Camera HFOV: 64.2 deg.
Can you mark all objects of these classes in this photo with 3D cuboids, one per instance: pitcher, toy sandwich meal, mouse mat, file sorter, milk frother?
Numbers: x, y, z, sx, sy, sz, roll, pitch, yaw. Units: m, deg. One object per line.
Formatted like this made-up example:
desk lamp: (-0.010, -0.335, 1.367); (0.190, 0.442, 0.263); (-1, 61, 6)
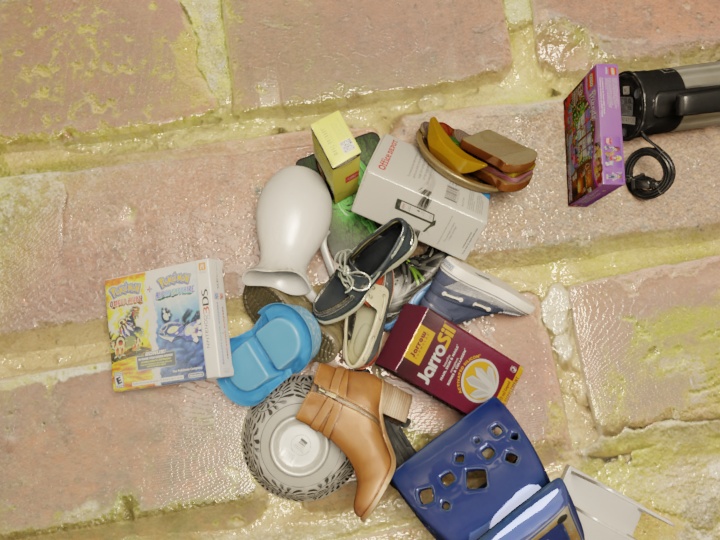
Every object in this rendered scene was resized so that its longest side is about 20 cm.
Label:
pitcher: (-0.093, -0.052, 0.926); (0.171, 0.121, 0.201); (30, 56, -36)
toy sandwich meal: (0.187, -0.198, 0.936); (0.204, 0.070, 0.206); (17, 37, -13)
mouse mat: (-0.007, -0.129, 0.999); (0.160, 0.008, 0.201); (-22, 83, -6)
file sorter: (0.359, 0.432, 0.876); (0.138, 0.125, 0.201); (28, 82, 2)
milk frother: (0.551, -0.244, 0.993); (0.187, 0.181, 0.201); (-8, 125, -4)

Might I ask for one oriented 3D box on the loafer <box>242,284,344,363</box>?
loafer: (-0.108, 0.078, 0.934); (0.200, 0.067, 0.076); (37, 110, 17)

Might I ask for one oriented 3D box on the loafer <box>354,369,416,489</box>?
loafer: (0.045, 0.248, 0.919); (0.070, 0.068, 0.202); (-22, 86, -17)

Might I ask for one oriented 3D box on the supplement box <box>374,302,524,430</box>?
supplement box: (0.139, 0.148, 0.897); (0.199, 0.086, 0.111); (32, 80, -17)

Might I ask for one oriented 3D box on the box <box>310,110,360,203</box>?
box: (-0.037, -0.170, 0.899); (0.050, 0.200, 0.076); (-27, 82, -6)

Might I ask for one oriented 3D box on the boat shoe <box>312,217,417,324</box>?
boat shoe: (0.000, 0.000, 0.855); (0.200, 0.062, 0.075); (-38, 61, 5)

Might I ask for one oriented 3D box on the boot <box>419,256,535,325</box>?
boot: (0.191, 0.052, 0.940); (0.199, 0.073, 0.091); (24, 107, -25)

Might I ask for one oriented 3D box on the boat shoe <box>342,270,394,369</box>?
boat shoe: (0.008, 0.055, 0.903); (0.071, 0.063, 0.201); (6, 85, 22)

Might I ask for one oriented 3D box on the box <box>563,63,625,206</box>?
box: (0.389, -0.221, 0.965); (0.039, 0.137, 0.201); (1, 81, -3)

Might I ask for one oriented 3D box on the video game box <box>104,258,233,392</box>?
video game box: (-0.303, 0.088, 0.902); (0.199, 0.047, 0.183); (-11, 80, 17)

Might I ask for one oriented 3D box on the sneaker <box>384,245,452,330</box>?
sneaker: (0.083, 0.005, 0.951); (0.083, 0.071, 0.200); (40, 85, -3)

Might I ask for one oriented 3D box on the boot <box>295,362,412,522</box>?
boot: (-0.021, 0.237, 0.824); (0.154, 0.077, 0.201); (21, 67, -3)

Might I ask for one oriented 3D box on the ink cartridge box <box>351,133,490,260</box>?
ink cartridge box: (0.101, -0.122, 0.926); (0.199, 0.085, 0.146); (24, 38, 0)

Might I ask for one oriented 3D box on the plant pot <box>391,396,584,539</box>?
plant pot: (0.192, 0.339, 0.813); (0.200, 0.200, 0.180); (-35, 40, -6)

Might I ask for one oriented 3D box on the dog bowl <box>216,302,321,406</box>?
dog bowl: (-0.141, 0.127, 0.891); (0.200, 0.050, 0.112); (-39, 79, 25)

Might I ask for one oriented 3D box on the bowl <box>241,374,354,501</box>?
bowl: (-0.093, 0.266, 0.894); (0.199, 0.094, 0.202); (0, 81, -2)
